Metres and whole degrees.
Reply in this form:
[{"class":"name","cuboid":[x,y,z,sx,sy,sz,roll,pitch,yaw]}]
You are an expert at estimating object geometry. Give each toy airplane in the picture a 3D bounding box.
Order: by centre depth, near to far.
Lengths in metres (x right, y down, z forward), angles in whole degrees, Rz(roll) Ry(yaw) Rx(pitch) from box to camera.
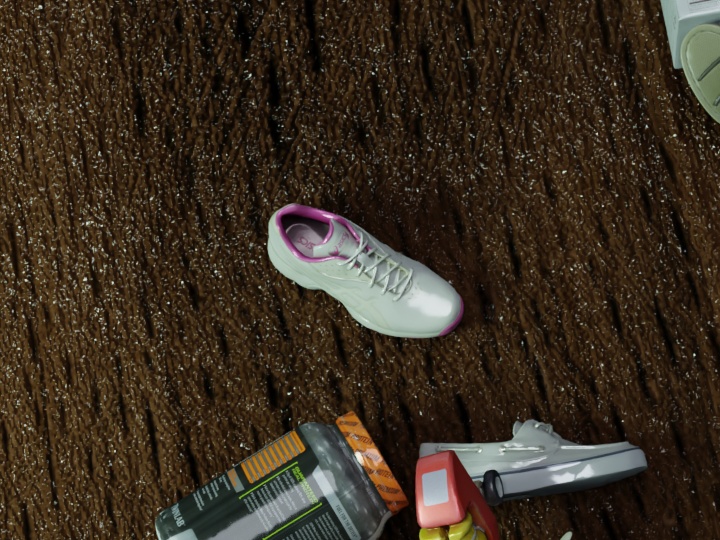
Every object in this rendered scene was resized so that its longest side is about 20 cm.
[{"class":"toy airplane","cuboid":[0.091,0.275,1.446,0.199,0.141,0.201,32,106,9]}]

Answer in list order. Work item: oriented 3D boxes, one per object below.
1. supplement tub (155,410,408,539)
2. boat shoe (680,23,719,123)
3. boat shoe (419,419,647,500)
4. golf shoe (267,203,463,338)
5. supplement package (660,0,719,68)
[{"class":"supplement tub","cuboid":[-0.066,0.214,1.516,0.199,0.123,0.123,-31,71,-4]},{"class":"boat shoe","cuboid":[0.372,-0.151,1.594,0.200,0.068,0.075,41,112,-1]},{"class":"boat shoe","cuboid":[0.148,0.164,1.537,0.199,0.072,0.066,-10,75,12]},{"class":"golf shoe","cuboid":[0.000,0.000,1.595,0.199,0.092,0.076,24,75,12]},{"class":"supplement package","cuboid":[0.332,-0.310,1.646,0.113,0.110,0.201,-9,71,5]}]
